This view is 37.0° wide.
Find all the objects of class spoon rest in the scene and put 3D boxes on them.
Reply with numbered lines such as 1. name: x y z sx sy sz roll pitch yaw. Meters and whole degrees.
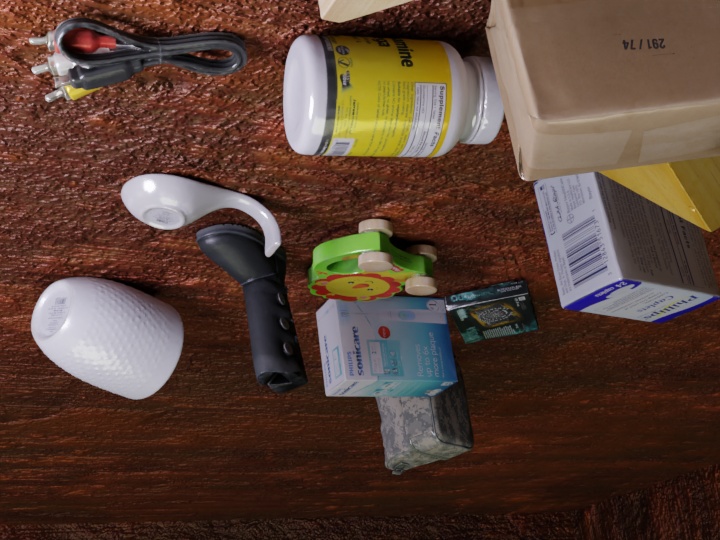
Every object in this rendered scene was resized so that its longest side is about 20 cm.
1. spoon rest: -0.192 -0.074 1.309 0.200 0.061 0.099 18 148 -22

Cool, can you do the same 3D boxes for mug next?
1. mug: -0.378 0.081 1.515 0.200 0.148 0.175 13 167 44

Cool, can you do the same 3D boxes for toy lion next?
1. toy lion: 0.000 0.000 1.537 0.191 0.069 0.200 -12 158 30

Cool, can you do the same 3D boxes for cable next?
1. cable: -0.208 -0.211 1.007 0.200 0.050 0.097 -16 142 -13

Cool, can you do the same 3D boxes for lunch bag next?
1. lunch bag: 0.104 0.265 2.021 0.168 0.200 0.139 -27 148 32

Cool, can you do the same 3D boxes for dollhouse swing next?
1. dollhouse swing: 0.334 -0.166 1.115 0.176 0.200 0.182 -46 128 -1

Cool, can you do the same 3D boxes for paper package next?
1. paper package: 0.228 -0.192 0.971 0.199 0.191 0.104 -8 155 -2

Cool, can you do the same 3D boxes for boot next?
1. boot: -0.142 0.051 1.416 0.066 0.200 0.165 -23 153 32

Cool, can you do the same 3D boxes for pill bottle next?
1. pill bottle: 0.033 -0.168 1.047 0.199 0.113 0.112 -1 157 -17

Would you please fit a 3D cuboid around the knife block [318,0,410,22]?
1. knife block: 0.033 -0.290 0.841 0.200 0.064 0.176 -14 156 15

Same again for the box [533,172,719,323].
1. box: 0.342 -0.039 1.383 0.200 0.184 0.105 9 151 -35

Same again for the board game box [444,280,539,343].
1. board game box: 0.224 0.072 1.811 0.135 0.028 0.200 -12 158 10

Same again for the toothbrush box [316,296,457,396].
1. toothbrush box: 0.040 0.121 1.716 0.200 0.147 0.085 4 154 -24
